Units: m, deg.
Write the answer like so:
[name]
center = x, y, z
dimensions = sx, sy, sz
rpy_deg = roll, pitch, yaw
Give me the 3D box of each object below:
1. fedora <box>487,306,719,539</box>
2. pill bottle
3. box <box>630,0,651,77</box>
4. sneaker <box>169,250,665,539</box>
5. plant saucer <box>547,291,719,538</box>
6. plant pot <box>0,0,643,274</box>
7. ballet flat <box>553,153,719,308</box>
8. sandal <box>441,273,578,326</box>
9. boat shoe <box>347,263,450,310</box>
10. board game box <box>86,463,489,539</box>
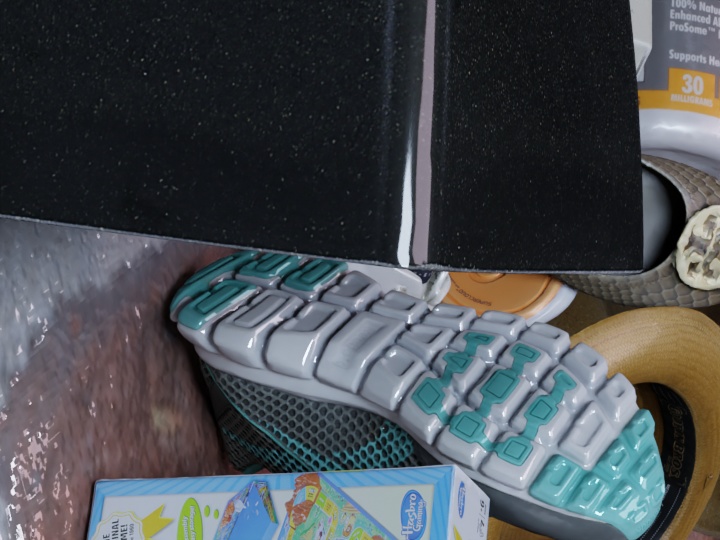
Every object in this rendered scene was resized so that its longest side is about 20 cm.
[fedora]
center = 0.081, 0.084, 1.101
dimensions = 0.200, 0.082, 0.201
rpy_deg = -29, 138, -30
[pill bottle]
center = 0.157, -0.140, 1.316
dimensions = 0.116, 0.116, 0.200
rpy_deg = 38, 52, -60
[box]
center = 0.083, -0.147, 1.124
dimensions = 0.200, 0.082, 0.068
rpy_deg = -82, -169, -48
[sneaker]
center = 0.022, 0.060, 0.887
dimensions = 0.078, 0.200, 0.091
rpy_deg = -36, 136, -37
[plant saucer]
center = 0.150, 0.031, 1.189
dimensions = 0.035, 0.200, 0.201
rpy_deg = -26, 116, -24
[plant pot]
center = -0.027, -0.097, 0.732
dimensions = 0.199, 0.200, 0.178
rpy_deg = -1, 99, -66
[ballet flat]
center = 0.081, -0.033, 1.047
dimensions = 0.046, 0.200, 0.067
rpy_deg = -164, -84, -79
[sandal]
center = 0.056, -0.063, 1.128
dimensions = 0.059, 0.079, 0.207
rpy_deg = 57, 28, -46
[boat shoe]
center = 0.000, 0.000, 0.982
dimensions = 0.071, 0.070, 0.200
rpy_deg = -21, 105, -66
[board game box]
center = -0.034, 0.163, 0.794
dimensions = 0.034, 0.134, 0.200
rpy_deg = 47, 45, -56
